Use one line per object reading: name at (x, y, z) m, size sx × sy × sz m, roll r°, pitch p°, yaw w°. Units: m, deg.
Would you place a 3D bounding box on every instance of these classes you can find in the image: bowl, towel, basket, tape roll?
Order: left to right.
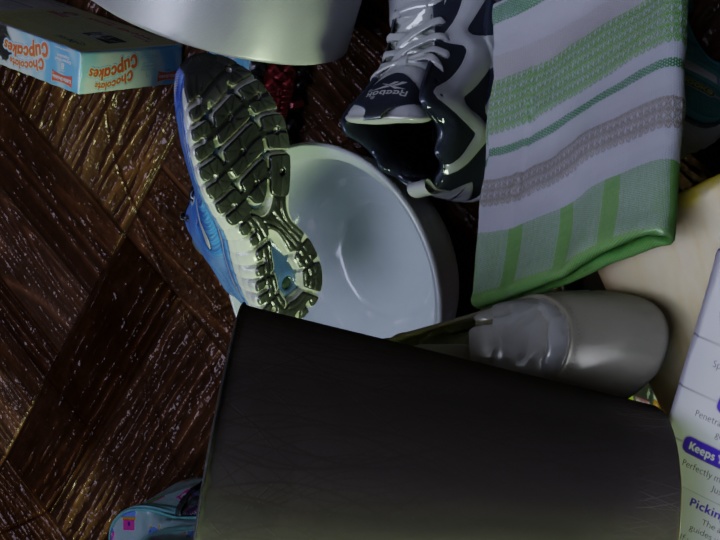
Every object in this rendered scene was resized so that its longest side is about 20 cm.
tape roll at (-0.084, -0.244, 0.815) m, size 0.202 × 0.202 × 0.140 m, roll 31°, pitch 119°, yaw 26°
bowl at (0.000, 0.000, 0.881) m, size 0.200 × 0.090 × 0.203 m, roll 12°, pitch 111°, yaw 35°
basket at (0.031, 0.103, 0.541) m, size 0.198 × 0.181 × 0.137 m, roll 9°, pitch 113°, yaw -2°
towel at (0.113, -0.088, 0.641) m, size 0.149 × 0.030 × 0.202 m, roll -30°, pitch 46°, yaw 53°

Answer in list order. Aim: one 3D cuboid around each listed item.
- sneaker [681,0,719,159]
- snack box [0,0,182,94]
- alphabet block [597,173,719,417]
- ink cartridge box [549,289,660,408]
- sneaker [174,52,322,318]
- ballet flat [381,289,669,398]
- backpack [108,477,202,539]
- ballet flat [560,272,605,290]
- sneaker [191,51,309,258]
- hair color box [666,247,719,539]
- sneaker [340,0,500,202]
sneaker at (0.164, -0.158, 0.747) m, size 0.079 × 0.078 × 0.201 m, roll -36°, pitch 71°, yaw 3°
snack box at (-0.261, -0.195, 1.011) m, size 0.199 × 0.116 × 0.037 m, roll 23°, pitch 115°, yaw 30°
alphabet block at (0.270, 0.022, 0.625) m, size 0.195 × 0.196 × 0.202 m, roll -29°, pitch 84°, yaw 36°
ink cartridge box at (0.167, 0.094, 0.696) m, size 0.042 × 0.199 × 0.121 m, roll -4°, pitch 72°, yaw 41°
sneaker at (-0.093, -0.052, 0.811) m, size 0.089 × 0.078 × 0.202 m, roll 20°, pitch 134°, yaw 41°
ballet flat at (0.063, 0.049, 0.625) m, size 0.199 × 0.069 × 0.070 m, roll -18°, pitch 91°, yaw 44°
backpack at (-0.124, 0.266, 1.010) m, size 0.199 × 0.153 × 0.178 m, roll -3°, pitch 106°, yaw 43°
ballet flat at (0.144, -0.023, 0.766) m, size 0.067 × 0.046 × 0.202 m, roll 8°, pitch 123°, yaw 34°
sneaker at (-0.102, -0.108, 0.953) m, size 0.095 × 0.079 × 0.202 m, roll 27°, pitch 109°, yaw 39°
hair color box at (0.193, 0.095, 0.538) m, size 0.109 × 0.065 × 0.202 m, roll 24°, pitch 117°, yaw 31°
sneaker at (0.036, -0.138, 0.797) m, size 0.079 × 0.129 × 0.201 m, roll -4°, pitch 99°, yaw 35°
